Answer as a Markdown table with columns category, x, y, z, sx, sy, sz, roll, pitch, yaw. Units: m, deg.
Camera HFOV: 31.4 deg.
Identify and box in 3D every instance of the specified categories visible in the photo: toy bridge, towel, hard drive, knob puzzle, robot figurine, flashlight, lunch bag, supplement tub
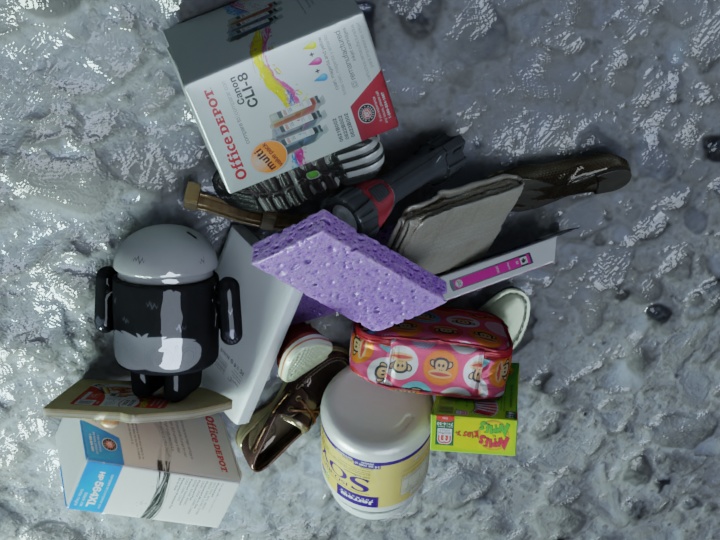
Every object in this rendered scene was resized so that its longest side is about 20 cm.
| category | x | y | z | sx | sy | sz | roll | pitch | yaw |
| --- | --- | --- | --- | --- | --- | --- | --- | --- | --- |
| toy bridge | -0.105 | -0.066 | 1.490 | 0.200 | 0.067 | 0.027 | 9 | 77 | -6 |
| towel | 0.102 | -0.045 | 1.526 | 0.200 | 0.034 | 0.133 | -18 | 147 | -40 |
| hard drive | -0.143 | 0.065 | 1.529 | 0.027 | 0.132 | 0.200 | -4 | 127 | -44 |
| knob puzzle | -0.250 | 0.162 | 1.499 | 0.219 | 0.220 | 0.031 | 1 | 96 | -19 |
| robot figurine | -0.223 | 0.046 | 1.476 | 0.150 | 0.125 | 0.201 | -4 | 104 | -22 |
| flashlight | 0.041 | -0.095 | 1.475 | 0.200 | 0.068 | 0.068 | -34 | 129 | -41 |
| lunch bag | 0.087 | 0.091 | 1.599 | 0.199 | 0.176 | 0.082 | 8 | 106 | -2 |
| supplement tub | 0.020 | 0.223 | 1.659 | 0.145 | 0.146 | 0.200 | -13 | 144 | -11 |

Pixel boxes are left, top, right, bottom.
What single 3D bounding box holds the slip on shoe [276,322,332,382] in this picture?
| category | x | y | z | sx | sy | sz | roll | pitch | yaw |
| --- | --- | --- | --- | --- | --- | --- | --- | --- | --- |
| slip on shoe | -0.076 | 0.093 | 1.546 | 0.074 | 0.200 | 0.061 | -34 | 87 | -3 |

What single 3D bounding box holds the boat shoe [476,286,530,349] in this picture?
| category | x | y | z | sx | sy | sz | roll | pitch | yaw |
| --- | --- | --- | --- | --- | --- | --- | --- | --- | --- |
| boat shoe | 0.162 | 0.100 | 1.704 | 0.072 | 0.061 | 0.201 | 29 | 110 | -2 |

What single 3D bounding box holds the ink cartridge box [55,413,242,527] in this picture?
| category | x | y | z | sx | sy | sz | roll | pitch | yaw |
| --- | --- | --- | --- | --- | --- | --- | --- | --- | --- |
| ink cartridge box | -0.264 | 0.233 | 1.587 | 0.200 | 0.146 | 0.084 | 15 | 115 | -26 |

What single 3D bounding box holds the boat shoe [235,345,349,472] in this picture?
| category | x | y | z | sx | sy | sz | roll | pitch | yaw |
| --- | --- | --- | --- | --- | --- | --- | --- | --- | --- |
| boat shoe | -0.080 | 0.184 | 1.664 | 0.200 | 0.072 | 0.072 | -43 | 126 | 10 |

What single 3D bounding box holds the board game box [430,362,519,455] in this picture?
| category | x | y | z | sx | sy | sz | roll | pitch | yaw |
| --- | --- | --- | --- | --- | --- | --- | --- | --- | --- |
| board game box | 0.145 | 0.166 | 1.588 | 0.101 | 0.200 | 0.048 | 3 | 106 | 7 |

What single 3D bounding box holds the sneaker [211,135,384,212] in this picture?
| category | x | y | z | sx | sy | sz | roll | pitch | yaw |
| --- | --- | --- | --- | --- | --- | --- | --- | --- | --- |
| sneaker | -0.066 | -0.135 | 1.447 | 0.200 | 0.116 | 0.076 | -10 | 129 | 14 |

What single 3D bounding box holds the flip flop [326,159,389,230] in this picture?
| category | x | y | z | sx | sy | sz | roll | pitch | yaw |
| --- | --- | --- | --- | --- | --- | --- | --- | --- | --- |
| flip flop | -0.003 | -0.063 | 1.536 | 0.081 | 0.058 | 0.200 | -5 | 124 | -16 |

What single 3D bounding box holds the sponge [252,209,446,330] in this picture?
| category | x | y | z | sx | sy | sz | roll | pitch | yaw |
| --- | --- | --- | --- | --- | --- | --- | --- | --- | --- |
| sponge | -0.010 | 0.004 | 1.420 | 0.111 | 0.030 | 0.200 | -25 | 140 | 37 |

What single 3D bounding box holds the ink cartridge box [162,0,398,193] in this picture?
| category | x | y | z | sx | sy | sz | roll | pitch | yaw |
| --- | --- | --- | --- | --- | --- | --- | --- | --- | --- |
| ink cartridge box | -0.087 | -0.203 | 1.360 | 0.200 | 0.145 | 0.146 | -22 | 127 | -3 |

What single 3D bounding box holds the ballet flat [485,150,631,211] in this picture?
| category | x | y | z | sx | sy | sz | roll | pitch | yaw |
| --- | --- | --- | --- | --- | --- | --- | --- | --- | --- |
| ballet flat | 0.240 | -0.117 | 1.600 | 0.200 | 0.046 | 0.067 | -11 | 147 | -6 |

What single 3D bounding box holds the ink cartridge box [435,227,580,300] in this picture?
| category | x | y | z | sx | sy | sz | roll | pitch | yaw |
| --- | --- | --- | --- | --- | --- | --- | --- | --- | --- |
| ink cartridge box | 0.178 | -0.007 | 1.615 | 0.200 | 0.095 | 0.037 | -22 | 91 | -6 |

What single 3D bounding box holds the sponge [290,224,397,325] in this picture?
| category | x | y | z | sx | sy | sz | roll | pitch | yaw |
| --- | --- | --- | --- | --- | --- | --- | --- | --- | --- |
| sponge | 0.000 | 0.000 | 1.545 | 0.200 | 0.030 | 0.112 | -14 | 142 | -34 |
